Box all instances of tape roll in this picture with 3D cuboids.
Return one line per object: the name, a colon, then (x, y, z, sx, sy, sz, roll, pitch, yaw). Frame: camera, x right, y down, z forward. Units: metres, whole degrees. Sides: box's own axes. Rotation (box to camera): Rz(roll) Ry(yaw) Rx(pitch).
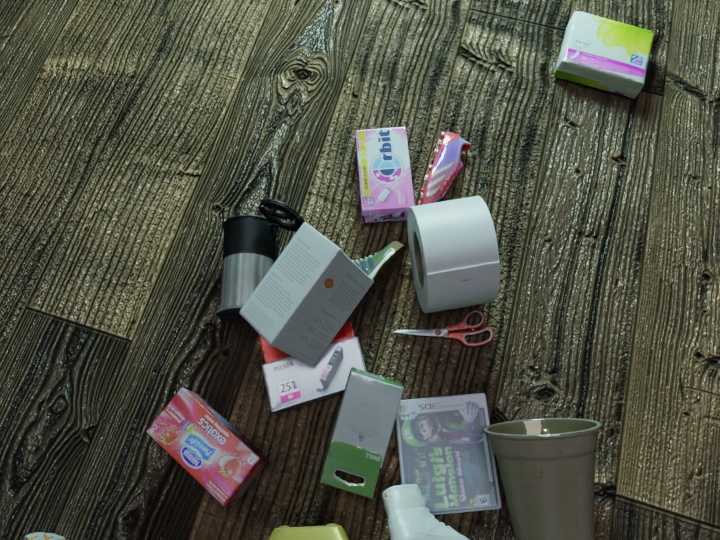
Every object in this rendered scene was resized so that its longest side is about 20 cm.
tape roll: (0.173, -0.030, 1.076, 0.135, 0.204, 0.209, -9, 70, -3)

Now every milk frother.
milk frother: (-0.191, -0.016, 1.082, 0.174, 0.201, 0.194, -1, 70, -3)

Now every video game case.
video game case: (0.158, 0.339, 1.041, 0.176, 0.023, 0.206, -5, 71, 0)

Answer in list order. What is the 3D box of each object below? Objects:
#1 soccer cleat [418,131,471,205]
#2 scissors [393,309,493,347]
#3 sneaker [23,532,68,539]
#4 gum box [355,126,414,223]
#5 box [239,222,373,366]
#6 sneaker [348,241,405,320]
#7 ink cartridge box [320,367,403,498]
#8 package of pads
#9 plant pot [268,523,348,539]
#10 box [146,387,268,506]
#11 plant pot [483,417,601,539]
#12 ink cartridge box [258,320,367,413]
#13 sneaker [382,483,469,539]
soccer cleat: (0.180, -0.208, 1.212, 0.074, 0.067, 0.205, 19, 70, 3)
scissors: (0.167, 0.130, 1.118, 0.194, 0.014, 0.075, -13, 73, -5)
sneaker: (-0.516, 0.533, 0.964, 0.198, 0.078, 0.078, 37, 84, 14)
gum box: (0.051, -0.200, 1.208, 0.110, 0.066, 0.206, -4, 71, -1)
box: (-0.094, 0.047, 1.027, 0.106, 0.152, 0.202, 35, 86, 35)
sneaker: (0.000, 0.000, 1.139, 0.089, 0.068, 0.201, 34, 70, 22)
ink cartridge box: (0.002, 0.292, 1.025, 0.101, 0.059, 0.206, 16, 87, -1)
package of pads: (0.564, -0.503, 1.300, 0.195, 0.068, 0.158, 18, 72, 7)
plant pot: (-0.079, 0.524, 0.901, 0.189, 0.196, 0.205, -2, 61, 1)
box: (-0.275, 0.319, 1.020, 0.198, 0.096, 0.100, 37, 76, 13)
plant pot: (0.317, 0.360, 0.955, 0.194, 0.201, 0.190, -4, 81, 0)
ink cartridge box: (-0.096, 0.164, 1.098, 0.194, 0.044, 0.178, -15, 72, -4)
sneaker: (0.117, 0.427, 0.961, 0.073, 0.198, 0.117, -42, 37, 20)
